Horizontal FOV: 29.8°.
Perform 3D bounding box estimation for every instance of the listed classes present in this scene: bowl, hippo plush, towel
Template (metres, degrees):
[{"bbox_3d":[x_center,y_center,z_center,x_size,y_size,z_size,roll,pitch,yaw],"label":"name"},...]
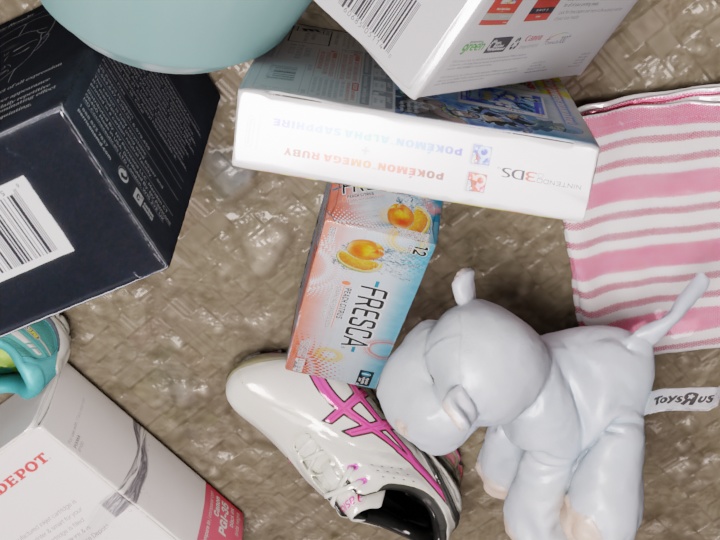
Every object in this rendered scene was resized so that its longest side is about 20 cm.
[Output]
[{"bbox_3d":[-0.097,-0.178,0.709,0.198,0.202,0.106,13,130,-5],"label":"bowl"},{"bbox_3d":[0.102,0.092,0.846,0.159,0.161,0.199,14,152,-35],"label":"hippo plush"},{"bbox_3d":[0.206,-0.024,0.884,0.144,0.030,0.202,-7,123,9],"label":"towel"}]

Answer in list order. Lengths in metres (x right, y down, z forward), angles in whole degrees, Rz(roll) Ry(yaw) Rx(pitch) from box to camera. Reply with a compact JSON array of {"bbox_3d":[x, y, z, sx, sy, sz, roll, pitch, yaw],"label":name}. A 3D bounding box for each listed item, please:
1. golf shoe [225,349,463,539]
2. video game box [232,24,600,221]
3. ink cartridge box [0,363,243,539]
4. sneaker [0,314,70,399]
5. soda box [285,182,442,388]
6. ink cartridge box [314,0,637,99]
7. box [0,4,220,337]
[{"bbox_3d":[-0.009,0.128,0.960,0.199,0.093,0.073,31,122,-14],"label":"golf shoe"},{"bbox_3d":[0.028,-0.088,0.751,0.180,0.200,0.047,7,110,-1],"label":"video game box"},{"bbox_3d":[-0.207,0.183,1.012,0.146,0.083,0.200,-34,116,23],"label":"ink cartridge box"},{"bbox_3d":[-0.301,0.049,0.934,0.197,0.080,0.078,3,124,2],"label":"sneaker"},{"bbox_3d":[0.000,0.000,0.845,0.067,0.064,0.201,12,150,-4],"label":"soda box"},{"bbox_3d":[0.095,-0.185,0.681,0.084,0.199,0.176,46,120,17],"label":"ink cartridge box"},{"bbox_3d":[-0.180,-0.070,0.776,0.147,0.201,0.108,-21,121,18],"label":"box"}]
